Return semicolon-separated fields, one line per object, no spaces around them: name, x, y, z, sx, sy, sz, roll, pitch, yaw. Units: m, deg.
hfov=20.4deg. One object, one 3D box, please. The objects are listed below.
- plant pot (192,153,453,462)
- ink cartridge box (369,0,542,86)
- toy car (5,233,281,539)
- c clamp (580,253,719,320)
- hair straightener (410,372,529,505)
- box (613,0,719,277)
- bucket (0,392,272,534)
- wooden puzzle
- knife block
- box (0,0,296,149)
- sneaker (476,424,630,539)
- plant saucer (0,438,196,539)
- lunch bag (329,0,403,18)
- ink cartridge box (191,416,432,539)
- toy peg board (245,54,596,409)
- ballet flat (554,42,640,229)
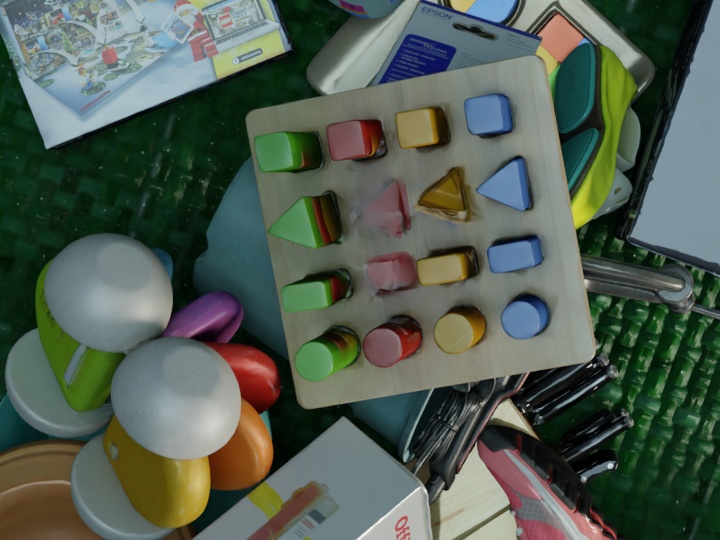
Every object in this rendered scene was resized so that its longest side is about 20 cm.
plant pot;0.000;0.000;1.423;0.196;0.200;0.200;31;94;10
ink cartridge box;0.052;-0.107;1.388;0.099;0.200;0.039;19;137;11
toy car;-0.131;0.067;1.315;0.150;0.175;0.200;-22;68;-35
c clamp;0.199;0.009;1.406;0.171;0.200;0.027;14;88;18
hair straightener;0.070;0.084;1.377;0.041;0.077;0.200;37;95;31
box;0.267;-0.095;1.390;0.124;0.197;0.200;19;93;2
bucket;-0.158;0.132;1.457;0.207;0.135;0.208;0;92;4
wooden puzzle;0.088;-0.147;1.474;0.200;0.046;0.185;42;94;1
knife block;0.095;0.124;1.477;0.200;0.064;0.176;11;93;3
box;-0.165;-0.190;1.491;0.200;0.038;0.137;-21;91;4
sneaker;0.137;0.200;1.411;0.087;0.074;0.200;-41;88;12
plant saucer;-0.208;0.218;1.377;0.200;0.037;0.201;0;94;2
lunch bag;0.005;-0.292;1.436;0.160;0.077;0.200;36;79;6
ink cartridge box;-0.052;0.214;1.331;0.200;0.145;0.083;-37;60;-21
toy peg board;0.031;-0.021;1.260;0.199;0.098;0.200;-10;92;12
ballet flat;0.161;-0.079;1.382;0.067;0.200;0.067;39;132;-21
